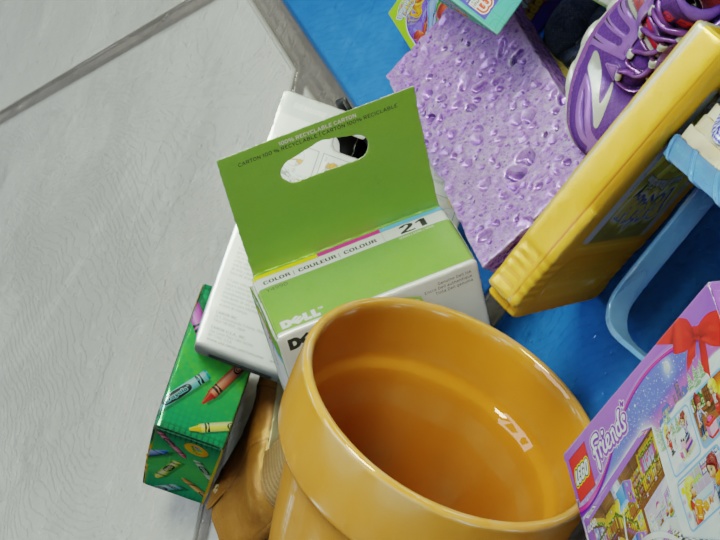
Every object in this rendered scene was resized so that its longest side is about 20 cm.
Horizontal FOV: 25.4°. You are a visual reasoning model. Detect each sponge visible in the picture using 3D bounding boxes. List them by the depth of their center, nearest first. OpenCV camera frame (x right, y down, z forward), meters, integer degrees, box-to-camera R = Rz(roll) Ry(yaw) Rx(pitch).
[{"bbox_3d":[0.092,-0.106,1.098,0.112,0.030,0.201,-45,48,24],"label":"sponge"}]

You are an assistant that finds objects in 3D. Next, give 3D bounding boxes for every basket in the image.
[{"bbox_3d":[0.226,-0.011,0.853,0.201,0.138,0.176,-60,33,13],"label":"basket"}]

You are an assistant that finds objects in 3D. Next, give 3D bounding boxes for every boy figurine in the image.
[{"bbox_3d":[0.135,-0.115,1.125,0.124,0.064,0.201,46,110,42],"label":"boy figurine"}]

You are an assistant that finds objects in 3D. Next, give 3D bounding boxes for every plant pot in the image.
[{"bbox_3d":[0.025,0.151,1.013,0.201,0.198,0.184,-111,38,-48],"label":"plant pot"}]

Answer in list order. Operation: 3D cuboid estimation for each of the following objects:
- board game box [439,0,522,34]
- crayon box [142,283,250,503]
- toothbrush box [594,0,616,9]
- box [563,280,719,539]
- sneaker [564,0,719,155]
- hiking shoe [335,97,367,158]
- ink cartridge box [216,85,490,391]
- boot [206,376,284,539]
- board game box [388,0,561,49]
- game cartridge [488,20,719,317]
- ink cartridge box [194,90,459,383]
[{"bbox_3d":[0.114,-0.259,1.053,0.201,0.045,0.152,-54,18,8],"label":"board game box"},{"bbox_3d":[-0.126,0.103,1.278,0.200,0.058,0.120,116,172,-68],"label":"crayon box"},{"bbox_3d":[0.207,-0.267,1.044,0.146,0.085,0.201,-53,18,35],"label":"toothbrush box"},{"bbox_3d":[0.170,0.113,0.807,0.201,0.039,0.138,116,146,-56],"label":"box"},{"bbox_3d":[0.181,-0.147,0.947,0.201,0.080,0.083,-59,-9,29],"label":"sneaker"},{"bbox_3d":[-0.011,-0.030,1.245,0.075,0.100,0.202,-18,55,50],"label":"hiking shoe"},{"bbox_3d":[0.000,0.000,1.067,0.146,0.201,0.076,-21,39,-6],"label":"ink cartridge box"},{"bbox_3d":[-0.075,0.122,1.274,0.144,0.070,0.203,-49,29,37],"label":"boot"},{"bbox_3d":[0.113,-0.243,1.258,0.201,0.044,0.135,-53,34,20],"label":"board game box"},{"bbox_3d":[0.170,-0.056,0.955,0.032,0.176,0.201,43,110,17],"label":"game cartridge"},{"bbox_3d":[-0.017,-0.009,1.186,0.057,0.161,0.202,123,166,-77],"label":"ink cartridge box"}]
